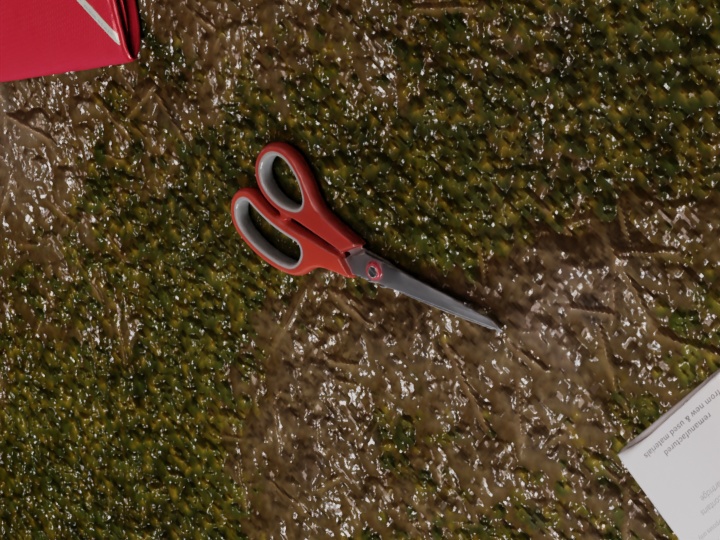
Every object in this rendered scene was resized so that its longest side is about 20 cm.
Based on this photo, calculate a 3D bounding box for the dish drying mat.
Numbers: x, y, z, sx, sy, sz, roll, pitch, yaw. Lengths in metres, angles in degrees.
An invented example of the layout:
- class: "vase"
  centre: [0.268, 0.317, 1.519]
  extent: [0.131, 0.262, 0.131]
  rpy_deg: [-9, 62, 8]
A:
- class: "dish drying mat"
  centre: [-0.213, -0.160, 1.327]
  extent: [0.199, 0.018, 0.077]
  rpy_deg: [-2, 104, 44]

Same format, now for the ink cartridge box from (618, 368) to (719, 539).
- class: "ink cartridge box"
  centre: [0.231, 0.121, 0.913]
  extent: [0.200, 0.145, 0.085]
  rpy_deg: [55, 133, 14]

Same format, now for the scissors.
- class: "scissors"
  centre: [0.000, 0.000, 1.187]
  extent: [0.200, 0.014, 0.073]
  rpy_deg: [39, 125, 26]
